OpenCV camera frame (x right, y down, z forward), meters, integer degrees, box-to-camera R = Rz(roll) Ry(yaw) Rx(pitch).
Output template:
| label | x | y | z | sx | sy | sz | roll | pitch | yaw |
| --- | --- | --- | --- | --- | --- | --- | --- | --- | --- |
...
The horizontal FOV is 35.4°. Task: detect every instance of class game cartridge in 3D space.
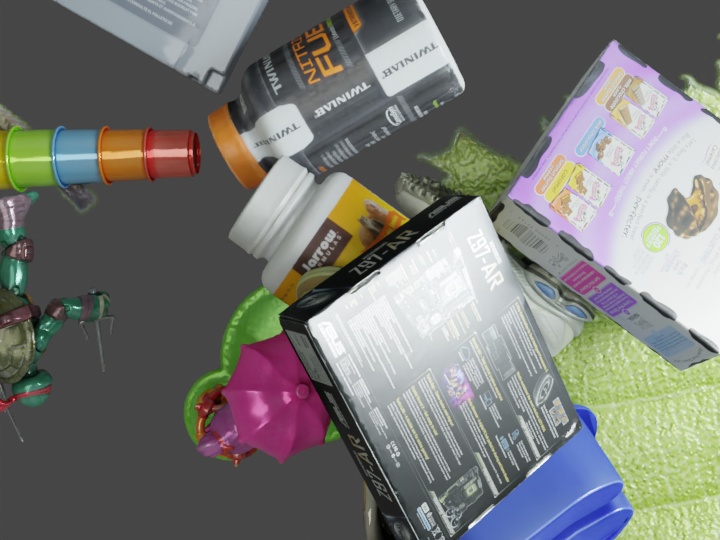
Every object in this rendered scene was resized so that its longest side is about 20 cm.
| label | x | y | z | sx | sy | sz | roll | pitch | yaw |
| --- | --- | --- | --- | --- | --- | --- | --- | --- | --- |
| game cartridge | -0.174 | -0.256 | 0.958 | 0.199 | 0.040 | 0.134 | 30 | 101 | 2 |

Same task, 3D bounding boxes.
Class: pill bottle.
| label | x | y | z | sx | sy | sz | roll | pitch | yaw |
| --- | --- | --- | --- | --- | --- | --- | --- | --- | --- |
| pill bottle | -0.024 | -0.143 | 0.916 | 0.199 | 0.106 | 0.107 | -29 | 92 | 7 |
| pill bottle | 0.000 | 0.000 | 0.873 | 0.199 | 0.109 | 0.110 | 35 | 98 | -4 |

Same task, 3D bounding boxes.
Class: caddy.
| label | x | y | z | sx | sy | sz | roll | pitch | yaw |
| --- | --- | --- | --- | --- | --- | --- | --- | --- | --- |
| caddy | 0.122 | 0.192 | 0.909 | 0.199 | 0.142 | 0.105 | -36 | 55 | -3 |

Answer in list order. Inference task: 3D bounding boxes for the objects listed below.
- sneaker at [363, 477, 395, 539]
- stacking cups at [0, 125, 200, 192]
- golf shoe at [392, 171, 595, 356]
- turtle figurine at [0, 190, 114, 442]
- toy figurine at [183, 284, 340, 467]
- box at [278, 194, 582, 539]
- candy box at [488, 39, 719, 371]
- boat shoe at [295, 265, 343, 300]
| label | x | y | z | sx | sy | sz | roll | pitch | yaw |
| --- | --- | --- | --- | --- | --- | --- | --- | --- | --- |
| sneaker | 0.047 | 0.141 | 0.938 | 0.074 | 0.090 | 0.202 | 10 | 97 | 15 |
| stacking cups | -0.238 | -0.094 | 0.966 | 0.198 | 0.061 | 0.061 | 0 | 95 | 6 |
| golf shoe | 0.095 | 0.003 | 0.936 | 0.199 | 0.078 | 0.098 | 38 | 106 | 4 |
| turtle figurine | -0.291 | 0.043 | 0.968 | 0.148 | 0.101 | 0.202 | -18 | 89 | 8 |
| toy figurine | -0.080 | 0.102 | 0.906 | 0.199 | 0.184 | 0.151 | -34 | 91 | 8 |
| box | 0.055 | 0.073 | 0.787 | 0.160 | 0.043 | 0.201 | -36 | 111 | -23 |
| candy box | 0.225 | -0.050 | 0.884 | 0.199 | 0.072 | 0.168 | 37 | 70 | 1 |
| boat shoe | 0.006 | 0.092 | 0.820 | 0.073 | 0.063 | 0.202 | -12 | 115 | 23 |
